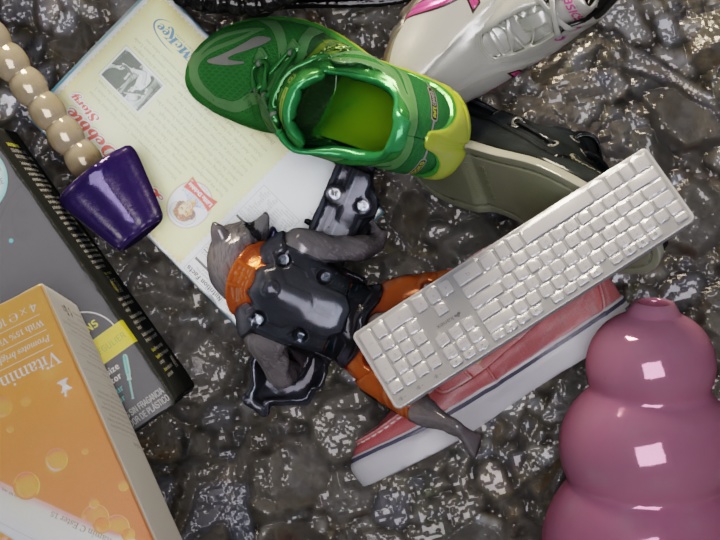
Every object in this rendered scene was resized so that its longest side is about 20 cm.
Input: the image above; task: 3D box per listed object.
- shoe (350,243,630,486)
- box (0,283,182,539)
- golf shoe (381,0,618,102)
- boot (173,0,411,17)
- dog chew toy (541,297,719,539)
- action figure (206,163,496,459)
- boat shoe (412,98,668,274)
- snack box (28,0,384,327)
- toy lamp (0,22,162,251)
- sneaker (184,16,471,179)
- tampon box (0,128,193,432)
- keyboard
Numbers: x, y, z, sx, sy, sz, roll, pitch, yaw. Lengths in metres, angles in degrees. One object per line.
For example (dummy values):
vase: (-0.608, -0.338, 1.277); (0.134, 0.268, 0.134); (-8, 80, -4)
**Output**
shoe: (0.064, 0.046, 1.613); (0.199, 0.071, 0.091); (-32, 90, -3)
box: (-0.181, 0.128, 1.458); (0.124, 0.097, 0.201); (-26, 80, 2)
golf shoe: (0.096, -0.161, 1.569); (0.200, 0.092, 0.073); (-41, 112, -11)
boot: (-0.025, -0.193, 1.560); (0.210, 0.158, 0.080); (-12, 91, 2)
dog chew toy: (0.172, 0.117, 1.573); (0.124, 0.125, 0.202); (2, 102, 1)
action figure: (0.000, 0.000, 1.553); (0.192, 0.105, 0.201); (15, 89, 11)
boat shoe: (0.115, -0.058, 1.572); (0.066, 0.199, 0.075); (-43, 131, -26)
snack box: (-0.095, -0.066, 1.625); (0.116, 0.037, 0.200); (-45, 91, 2)
toy lamp: (-0.191, -0.101, 1.582); (0.058, 0.058, 0.201); (-36, 88, 2)
sneaker: (-0.028, -0.107, 1.536); (0.199, 0.083, 0.075); (18, 97, 35)
tampon box: (-0.220, 0.036, 1.586); (0.150, 0.126, 0.201); (-36, 91, 1)
keyboard: (0.092, 0.004, 1.485); (0.199, 0.011, 0.056); (-32, 66, 0)
